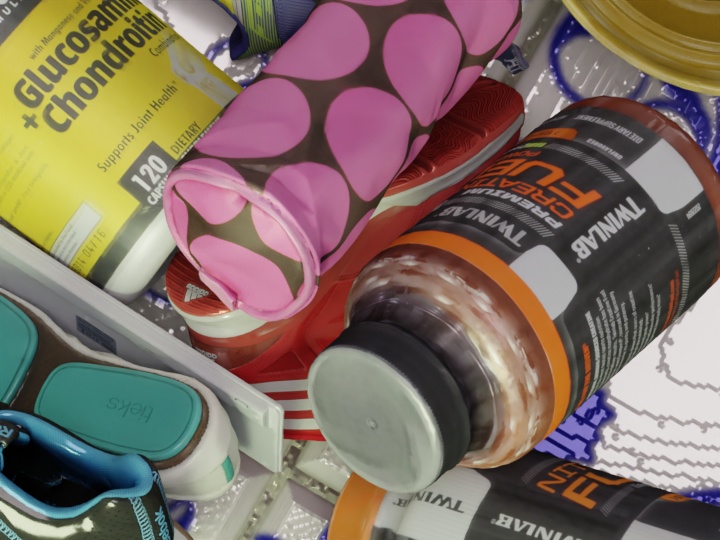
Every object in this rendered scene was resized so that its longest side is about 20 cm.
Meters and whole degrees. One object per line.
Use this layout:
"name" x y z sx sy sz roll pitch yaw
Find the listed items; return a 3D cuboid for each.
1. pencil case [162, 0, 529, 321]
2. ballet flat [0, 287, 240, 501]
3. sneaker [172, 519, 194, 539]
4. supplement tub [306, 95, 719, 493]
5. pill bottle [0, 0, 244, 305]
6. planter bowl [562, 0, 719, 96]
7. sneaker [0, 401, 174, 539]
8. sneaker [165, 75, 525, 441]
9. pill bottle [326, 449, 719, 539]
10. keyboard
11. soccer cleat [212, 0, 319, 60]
"pencil case" -0.007 -0.064 1.227 0.091 0.094 0.200 41 52 -1
"ballet flat" -0.134 0.058 1.277 0.200 0.069 0.070 19 84 33
"sneaker" -0.175 0.139 1.256 0.200 0.070 0.109 13 51 4
"supplement tub" 0.066 0.013 1.240 0.107 0.107 0.200 50 51 1
"pill bottle" -0.145 -0.086 1.275 0.200 0.112 0.112 39 85 0
"planter bowl" 0.167 -0.172 1.313 0.200 0.083 0.201 0 86 -2
"sneaker" -0.166 0.078 1.210 0.200 0.082 0.073 17 50 11
"sneaker" 0.000 0.000 1.308 0.200 0.078 0.116 -34 133 -26
"pill bottle" 0.085 0.135 1.245 0.200 0.106 0.106 16 84 30
"keyboard" -0.115 0.023 1.270 0.200 0.056 0.011 32 67 17
"soccer cleat" -0.088 -0.170 1.275 0.084 0.065 0.200 -32 119 21
